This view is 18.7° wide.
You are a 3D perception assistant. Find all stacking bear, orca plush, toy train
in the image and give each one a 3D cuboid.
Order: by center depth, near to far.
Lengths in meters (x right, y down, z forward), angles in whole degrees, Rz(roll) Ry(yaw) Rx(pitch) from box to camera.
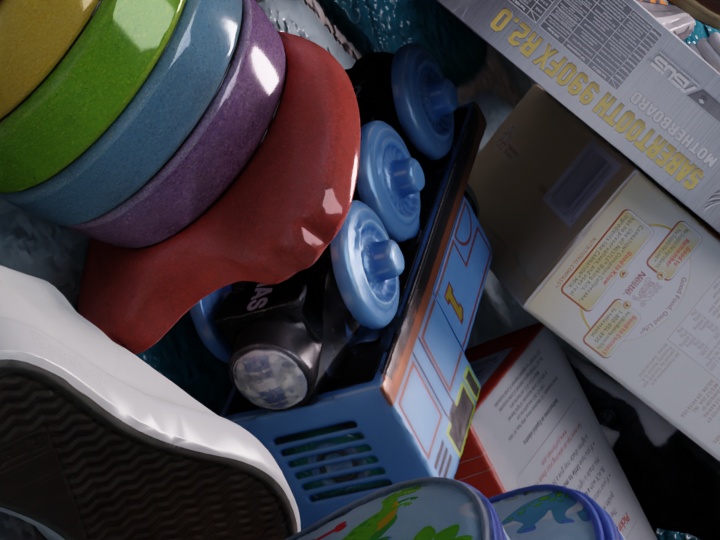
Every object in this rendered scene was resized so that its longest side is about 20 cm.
[{"bbox_3d":[-0.108,-0.080,0.685,0.200,0.121,0.114,37,45,-31],"label":"stacking bear"},{"bbox_3d":[0.000,0.000,0.831,0.115,0.086,0.200,62,28,-29],"label":"toy train"},{"bbox_3d":[0.136,0.104,1.024,0.105,0.071,0.200,34,3,37],"label":"orca plush"}]

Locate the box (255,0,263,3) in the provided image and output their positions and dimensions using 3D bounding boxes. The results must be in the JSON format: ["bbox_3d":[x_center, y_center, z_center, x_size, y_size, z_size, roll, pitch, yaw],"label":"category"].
[{"bbox_3d":[-0.037,-0.214,0.779,0.172,0.198,0.200,55,33,-23],"label":"box"}]

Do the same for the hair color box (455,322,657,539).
[{"bbox_3d":[0.081,0.134,0.894,0.201,0.061,0.101,62,31,-9],"label":"hair color box"}]

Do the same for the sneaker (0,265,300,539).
[{"bbox_3d":[-0.084,0.046,0.678,0.085,0.073,0.200,52,1,38],"label":"sneaker"}]

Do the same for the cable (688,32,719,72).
[{"bbox_3d":[0.216,-0.028,1.118,0.200,0.069,0.200,58,10,5],"label":"cable"}]

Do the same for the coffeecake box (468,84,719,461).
[{"bbox_3d":[0.144,0.023,0.937,0.200,0.073,0.154,37,7,-19],"label":"coffeecake box"}]

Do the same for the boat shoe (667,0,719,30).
[{"bbox_3d":[0.165,-0.195,1.089,0.200,0.072,0.072,46,49,-31],"label":"boat shoe"}]

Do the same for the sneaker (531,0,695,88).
[{"bbox_3d":[0.098,-0.142,1.075,0.112,0.077,0.200,54,12,8],"label":"sneaker"}]

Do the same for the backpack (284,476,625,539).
[{"bbox_3d":[0.019,0.152,0.667,0.147,0.183,0.200,55,19,-17],"label":"backpack"}]

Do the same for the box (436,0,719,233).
[{"bbox_3d":[0.083,-0.097,0.869,0.200,0.048,0.158,36,10,-25],"label":"box"}]
